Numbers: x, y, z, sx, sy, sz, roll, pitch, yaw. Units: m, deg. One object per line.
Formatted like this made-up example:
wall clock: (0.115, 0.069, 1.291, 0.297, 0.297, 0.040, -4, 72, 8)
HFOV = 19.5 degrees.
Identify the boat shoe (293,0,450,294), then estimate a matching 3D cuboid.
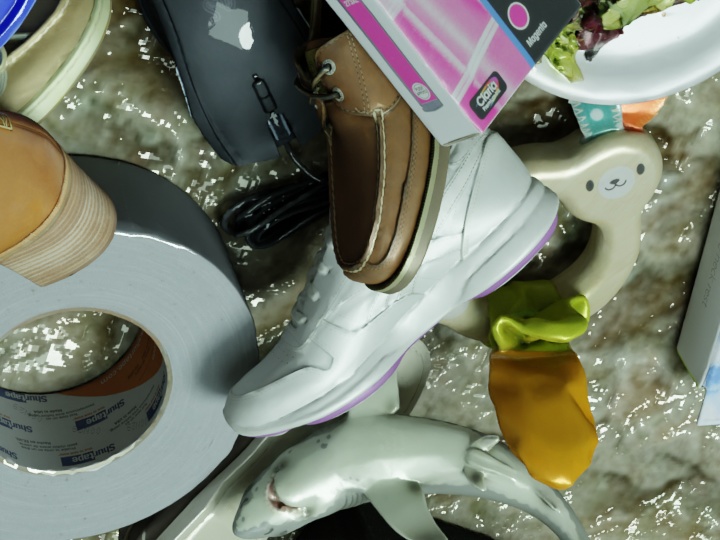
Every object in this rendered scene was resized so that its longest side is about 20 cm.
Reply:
boat shoe: (-0.001, -0.092, 0.972, 0.068, 0.072, 0.202, 11, 76, -33)

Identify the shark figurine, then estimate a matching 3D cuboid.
shark figurine: (0.050, 0.119, 1.122, 0.213, 0.129, 0.090, 19, 161, 2)

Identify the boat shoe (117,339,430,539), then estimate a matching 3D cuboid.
boat shoe: (-0.049, 0.098, 1.145, 0.200, 0.059, 0.072, -44, 130, -7)

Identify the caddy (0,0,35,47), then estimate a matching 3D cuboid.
caddy: (-0.193, -0.176, 0.868, 0.141, 0.105, 0.201, 21, 105, -49)

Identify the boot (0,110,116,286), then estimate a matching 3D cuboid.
boot: (-0.219, -0.009, 0.907, 0.199, 0.077, 0.155, -26, 150, 16)

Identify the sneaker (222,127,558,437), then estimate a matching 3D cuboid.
sneaker: (0.000, 0.000, 1.049, 0.200, 0.075, 0.100, -41, 102, 0)

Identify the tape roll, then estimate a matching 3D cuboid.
tape roll: (-0.154, 0.043, 1.070, 0.198, 0.066, 0.202, -10, 128, -12)

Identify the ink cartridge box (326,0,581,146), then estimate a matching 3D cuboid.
ink cartridge box: (0.010, -0.161, 0.927, 0.200, 0.037, 0.095, 49, 59, -17)

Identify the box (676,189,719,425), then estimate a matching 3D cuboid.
box: (0.257, -0.006, 1.192, 0.121, 0.048, 0.201, -2, 126, -17)

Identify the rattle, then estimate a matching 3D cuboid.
rattle: (0.117, -0.015, 1.081, 0.130, 0.143, 0.200, 32, 116, -19)

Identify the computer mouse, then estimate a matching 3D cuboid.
computer mouse: (-0.022, -0.097, 1.025, 0.139, 0.046, 0.201, -21, 129, -4)

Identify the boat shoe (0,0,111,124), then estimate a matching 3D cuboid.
boat shoe: (-0.205, -0.082, 0.957, 0.200, 0.074, 0.063, -30, 134, 13)

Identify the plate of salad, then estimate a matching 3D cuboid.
plate of salad: (0.141, -0.171, 1.015, 0.198, 0.048, 0.202, -8, 119, -15)

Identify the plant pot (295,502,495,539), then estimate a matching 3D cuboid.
plant pot: (0.025, 0.246, 1.212, 0.198, 0.178, 0.201, 21, 117, -31)
